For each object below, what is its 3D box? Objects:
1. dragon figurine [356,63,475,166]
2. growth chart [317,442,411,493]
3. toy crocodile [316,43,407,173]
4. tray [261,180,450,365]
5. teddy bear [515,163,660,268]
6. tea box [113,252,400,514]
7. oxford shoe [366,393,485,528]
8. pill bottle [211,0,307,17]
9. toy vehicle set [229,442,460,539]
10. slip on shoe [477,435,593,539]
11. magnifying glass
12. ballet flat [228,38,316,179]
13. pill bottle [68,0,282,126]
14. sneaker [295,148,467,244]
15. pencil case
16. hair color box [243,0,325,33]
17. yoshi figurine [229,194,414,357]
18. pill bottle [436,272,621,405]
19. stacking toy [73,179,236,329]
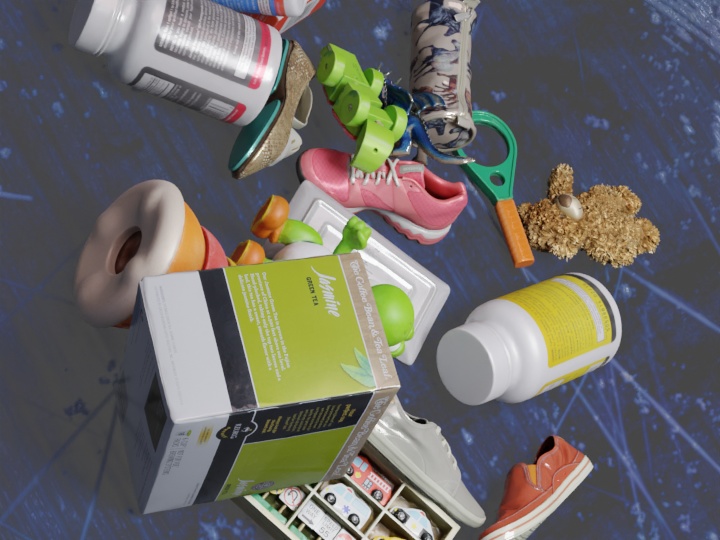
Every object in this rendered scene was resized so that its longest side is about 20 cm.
[{"bbox_3d":[0.053,-0.171,1.597,0.059,0.200,0.100,11,95,-34],"label":"dragon figurine"},{"bbox_3d":[-0.028,0.151,1.418,0.144,0.018,0.201,-25,79,-42],"label":"growth chart"},{"bbox_3d":[-0.006,-0.179,1.568,0.067,0.062,0.201,18,31,-34],"label":"toy crocodile"},{"bbox_3d":[0.000,0.000,1.514,0.199,0.022,0.108,36,61,-12],"label":"tray"},{"bbox_3d":[0.280,-0.064,1.742,0.199,0.067,0.146,13,54,-29],"label":"teddy bear"},{"bbox_3d":[-0.095,0.098,1.246,0.195,0.200,0.134,-6,62,-21],"label":"tea box"},{"bbox_3d":[0.064,0.179,1.395,0.058,0.075,0.200,-48,118,-8],"label":"oxford shoe"},{"bbox_3d":[-0.154,-0.328,1.523,0.198,0.113,0.113,6,52,6],"label":"pill bottle"},{"bbox_3d":[-0.018,0.221,1.352,0.200,0.027,0.124,42,57,-2],"label":"toy vehicle set"},{"bbox_3d":[0.166,0.229,1.474,0.061,0.074,0.200,45,41,9],"label":"slip on shoe"},{"bbox_3d":[0.160,-0.097,1.698,0.079,0.022,0.201,-8,65,-21],"label":"magnifying glass"},{"bbox_3d":[-0.084,-0.162,1.547,0.065,0.070,0.201,39,49,-28],"label":"ballet flat"},{"bbox_3d":[-0.189,-0.229,1.481,0.199,0.111,0.111,19,52,-25],"label":"pill bottle"},{"bbox_3d":[0.027,-0.098,1.569,0.199,0.087,0.074,18,53,-25],"label":"sneaker"},{"bbox_3d":[0.097,-0.229,1.702,0.077,0.089,0.201,20,53,-25],"label":"pencil case"},{"bbox_3d":[-0.131,-0.363,1.633,0.200,0.064,0.111,48,54,2],"label":"hair color box"},{"bbox_3d":[-0.022,0.013,1.420,0.199,0.113,0.112,34,22,-14],"label":"yoshi figurine"},{"bbox_3d":[0.177,0.076,1.548,0.199,0.111,0.112,-17,73,-42],"label":"pill bottle"},{"bbox_3d":[-0.152,0.020,1.355,0.199,0.146,0.147,32,46,-35],"label":"stacking toy"}]
